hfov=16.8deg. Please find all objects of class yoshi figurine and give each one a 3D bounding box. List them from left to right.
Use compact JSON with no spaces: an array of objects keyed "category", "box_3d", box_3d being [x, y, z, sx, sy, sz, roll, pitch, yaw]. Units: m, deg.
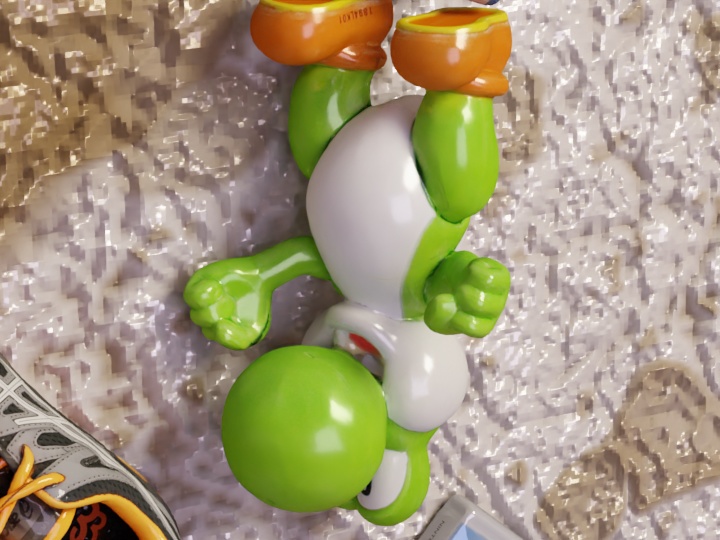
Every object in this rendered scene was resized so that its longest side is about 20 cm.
[{"category":"yoshi figurine","box_3d":[-0.004,0.005,0.867,0.112,0.112,0.200,-2,110,-13]}]

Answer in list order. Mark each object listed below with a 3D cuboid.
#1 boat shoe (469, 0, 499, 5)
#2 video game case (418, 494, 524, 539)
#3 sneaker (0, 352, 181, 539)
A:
[{"category":"boat shoe","box_3d":[0.043,-0.196,0.837,0.072,0.072,0.200,16,87,-11]},{"category":"video game case","box_3d":[0.054,0.214,1.007,0.200,0.022,0.182,37,88,-31]},{"category":"sneaker","box_3d":[-0.131,0.067,0.835,0.200,0.077,0.078,34,92,-29]}]
